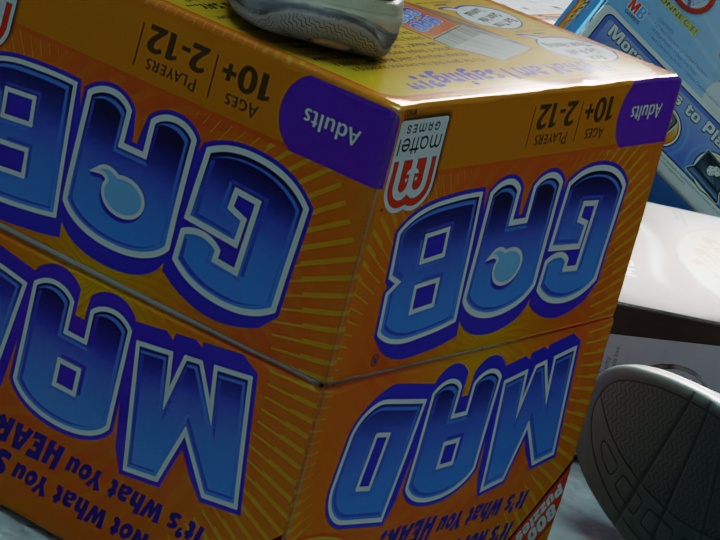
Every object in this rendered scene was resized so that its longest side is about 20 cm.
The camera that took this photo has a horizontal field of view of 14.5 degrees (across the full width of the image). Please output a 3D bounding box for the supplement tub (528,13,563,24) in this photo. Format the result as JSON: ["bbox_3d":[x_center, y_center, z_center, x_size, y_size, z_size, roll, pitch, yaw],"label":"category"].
[{"bbox_3d":[0.099,-0.076,1.515,0.200,0.123,0.122,-6,25,-34],"label":"supplement tub"}]

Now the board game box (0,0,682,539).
[{"bbox_3d":[-0.034,-0.008,1.070,0.199,0.200,0.200,25,19,30],"label":"board game box"}]

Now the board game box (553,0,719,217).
[{"bbox_3d":[0.207,-0.100,1.462,0.200,0.196,0.056,44,-23,-12],"label":"board game box"}]

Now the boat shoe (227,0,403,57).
[{"bbox_3d":[-0.020,-0.137,1.024,0.076,0.072,0.200,9,18,-21],"label":"boat shoe"}]

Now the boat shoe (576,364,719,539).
[{"bbox_3d":[0.174,0.102,1.125,0.202,0.075,0.065,29,16,29],"label":"boat shoe"}]

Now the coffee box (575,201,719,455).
[{"bbox_3d":[0.166,0.036,1.278,0.199,0.080,0.114,11,27,-13],"label":"coffee box"}]
